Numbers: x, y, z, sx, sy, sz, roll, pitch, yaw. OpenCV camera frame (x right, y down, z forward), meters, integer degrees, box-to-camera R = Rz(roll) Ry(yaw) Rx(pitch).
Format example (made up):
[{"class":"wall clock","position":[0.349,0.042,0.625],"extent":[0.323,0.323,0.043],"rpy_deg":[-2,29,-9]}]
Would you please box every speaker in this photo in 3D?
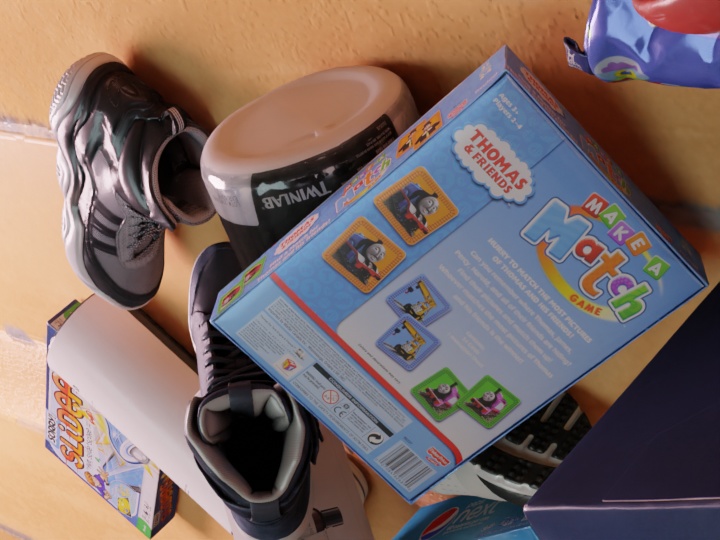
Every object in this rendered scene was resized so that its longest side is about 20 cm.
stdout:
[{"class":"speaker","position":[-0.140,0.106,1.160],"extent":[0.200,0.081,0.081],"rpy_deg":[41,146,13]}]

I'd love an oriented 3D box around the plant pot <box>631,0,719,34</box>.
[{"class":"plant pot","position":[0.113,-0.192,0.472],"extent":[0.182,0.201,0.200],"rpy_deg":[44,147,-8]}]

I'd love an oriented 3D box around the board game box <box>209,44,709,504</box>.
[{"class":"board game box","position":[0.047,0.009,0.765],"extent":[0.199,0.037,0.151],"rpy_deg":[-38,110,23]}]

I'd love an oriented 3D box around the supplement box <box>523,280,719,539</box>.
[{"class":"supplement box","position":[0.213,0.117,0.655],"extent":[0.134,0.200,0.201],"rpy_deg":[-12,114,53]}]

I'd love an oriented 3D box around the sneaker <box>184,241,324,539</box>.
[{"class":"sneaker","position":[-0.071,0.059,0.948],"extent":[0.146,0.076,0.205],"rpy_deg":[78,179,-71]}]

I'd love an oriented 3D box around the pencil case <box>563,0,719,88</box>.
[{"class":"pencil case","position":[0.178,-0.092,0.593],"extent":[0.199,0.086,0.079],"rpy_deg":[21,98,34]}]

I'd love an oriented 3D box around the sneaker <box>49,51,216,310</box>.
[{"class":"sneaker","position":[-0.140,-0.039,1.018],"extent":[0.113,0.075,0.202],"rpy_deg":[28,139,32]}]

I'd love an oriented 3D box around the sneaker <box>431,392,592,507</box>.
[{"class":"sneaker","position":[0.073,0.104,0.931],"extent":[0.199,0.074,0.081],"rpy_deg":[21,143,48]}]

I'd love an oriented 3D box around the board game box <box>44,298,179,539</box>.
[{"class":"board game box","position":[-0.209,0.130,1.303],"extent":[0.135,0.034,0.201],"rpy_deg":[37,145,17]}]

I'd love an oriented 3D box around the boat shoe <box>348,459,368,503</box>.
[{"class":"boat shoe","position":[-0.046,0.204,1.167],"extent":[0.074,0.062,0.201],"rpy_deg":[39,147,11]}]

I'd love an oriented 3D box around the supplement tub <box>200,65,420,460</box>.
[{"class":"supplement tub","position":[0.000,0.000,0.855],"extent":[0.122,0.122,0.202],"rpy_deg":[9,129,44]}]

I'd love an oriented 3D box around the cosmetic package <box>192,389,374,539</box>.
[{"class":"cosmetic package","position":[-0.042,0.163,1.029],"extent":[0.051,0.082,0.202],"rpy_deg":[-44,60,54]}]

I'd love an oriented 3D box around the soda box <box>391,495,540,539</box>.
[{"class":"soda box","position":[0.088,0.180,0.982],"extent":[0.064,0.068,0.200],"rpy_deg":[52,146,-6]}]
